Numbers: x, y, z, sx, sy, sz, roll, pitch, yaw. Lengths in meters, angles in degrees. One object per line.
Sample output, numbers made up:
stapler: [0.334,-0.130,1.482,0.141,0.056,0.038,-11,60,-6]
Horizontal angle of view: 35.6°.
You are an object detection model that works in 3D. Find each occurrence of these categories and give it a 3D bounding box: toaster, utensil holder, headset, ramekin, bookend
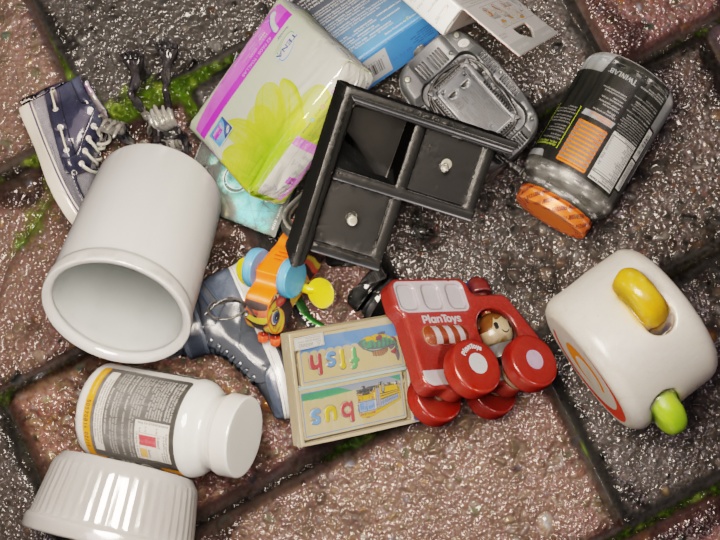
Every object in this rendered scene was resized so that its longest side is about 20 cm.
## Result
toaster: [0.134,-0.185,1.351,0.114,0.129,0.200,-43,85,-1]
utensil holder: [-0.255,-0.023,1.295,0.168,0.171,0.201,8,46,3]
headset: [0.000,0.000,1.358,0.199,0.094,0.124,-30,85,11]
ramekin: [-0.280,0.273,1.300,0.200,0.203,0.095,13,75,3]
bookend: [0.040,-0.081,1.231,0.197,0.092,0.202,17,101,-11]

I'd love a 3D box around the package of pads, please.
package of pads: [-0.093,-0.195,1.313,0.201,0.068,0.155,-53,56,14]

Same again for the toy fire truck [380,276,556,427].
toy fire truck: [0.130,0.083,1.327,0.198,0.112,0.169,-2,64,-31]

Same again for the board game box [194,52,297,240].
board game box: [-0.131,-0.156,1.409,0.134,0.028,0.202,21,86,3]

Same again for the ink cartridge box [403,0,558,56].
ink cartridge box: [0.137,-0.310,1.333,0.173,0.200,0.044,43,119,5]

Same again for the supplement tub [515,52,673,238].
supplement tub: [0.277,-0.148,1.346,0.122,0.123,0.201,32,87,4]

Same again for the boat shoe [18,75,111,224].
boat shoe: [-0.345,-0.145,1.391,0.092,0.075,0.201,-27,84,7]

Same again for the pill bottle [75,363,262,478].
pill bottle: [-0.224,0.179,1.316,0.198,0.116,0.118,8,85,21]

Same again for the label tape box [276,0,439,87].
label tape box: [-0.013,-0.327,1.393,0.144,0.063,0.201,-34,60,0]

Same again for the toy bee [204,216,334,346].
toy bee: [-0.106,0.027,1.311,0.199,0.109,0.131,-30,44,-27]

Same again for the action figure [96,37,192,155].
action figure: [-0.262,-0.177,1.374,0.118,0.102,0.202,-8,80,19]

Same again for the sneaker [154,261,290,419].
sneaker: [-0.171,0.107,1.356,0.145,0.077,0.204,-22,75,-11]

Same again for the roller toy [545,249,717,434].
roller toy: [0.315,0.073,1.294,0.139,0.182,0.201,-36,110,-2]

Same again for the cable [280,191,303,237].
cable: [-0.043,-0.112,1.346,0.097,0.200,0.051,35,132,14]

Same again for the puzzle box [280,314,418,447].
puzzle box: [0.005,0.125,1.326,0.198,0.025,0.135,-9,95,-28]
